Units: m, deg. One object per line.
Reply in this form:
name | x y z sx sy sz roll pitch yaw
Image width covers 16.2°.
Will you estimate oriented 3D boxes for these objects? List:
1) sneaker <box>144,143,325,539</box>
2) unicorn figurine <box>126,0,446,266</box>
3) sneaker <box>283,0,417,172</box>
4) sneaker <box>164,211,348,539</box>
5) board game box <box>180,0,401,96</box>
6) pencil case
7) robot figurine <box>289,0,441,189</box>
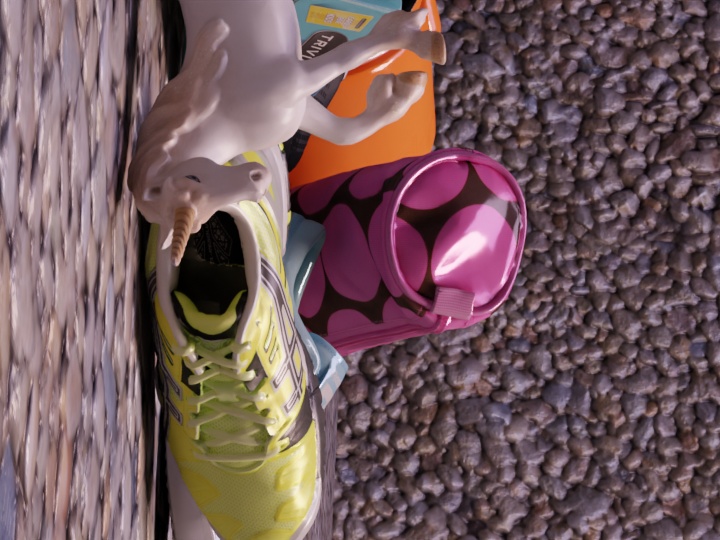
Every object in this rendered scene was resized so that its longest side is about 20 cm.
sneaker | -0.061 0.035 1.073 0.076 0.075 0.201 -64 147 -68
unicorn figurine | -0.038 -0.092 1.001 0.074 0.136 0.201 112 -37 -65
sneaker | -0.002 -0.137 1.236 0.066 0.090 0.202 11 -94 62
sneaker | -0.047 0.061 1.183 0.074 0.081 0.202 81 10 -74
board game box | -0.029 -0.178 1.146 0.151 0.047 0.201 143 -46 -58
pencil case | 0.000 0.000 1.270 0.200 0.090 0.094 -19 -127 58
robot figurine | -0.018 -0.115 1.352 0.201 0.143 0.117 84 -11 -45
